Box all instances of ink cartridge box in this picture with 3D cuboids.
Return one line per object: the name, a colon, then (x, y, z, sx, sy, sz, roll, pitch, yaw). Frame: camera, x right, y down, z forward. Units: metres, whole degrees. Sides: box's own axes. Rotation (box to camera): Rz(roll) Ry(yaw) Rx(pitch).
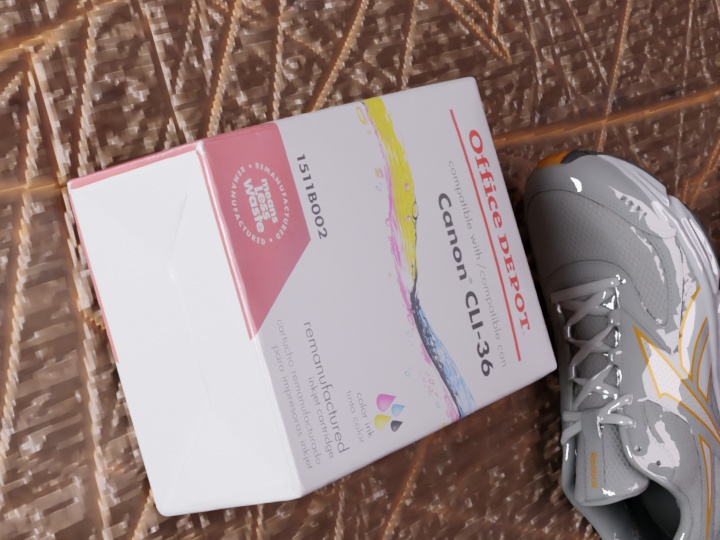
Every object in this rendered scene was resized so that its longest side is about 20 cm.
ink cartridge box: (0.000, 0.000, 0.708, 0.199, 0.067, 0.118, -21, 96, -52)

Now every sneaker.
sneaker: (0.112, 0.049, 0.837, 0.092, 0.075, 0.201, -37, 107, -46)
